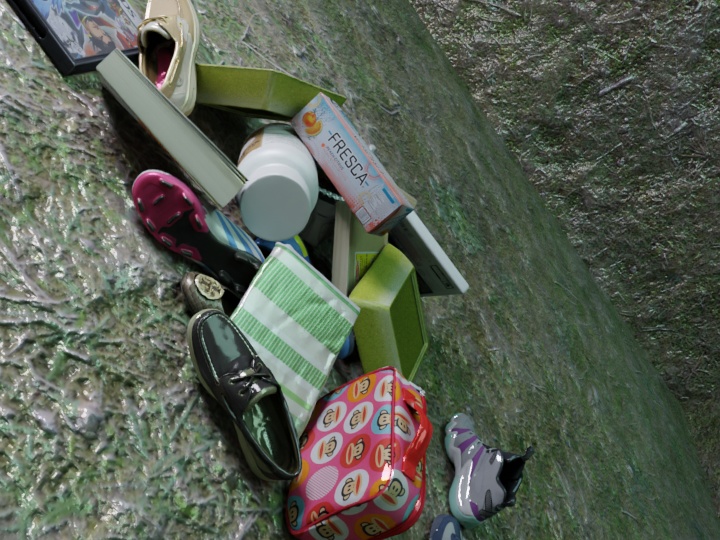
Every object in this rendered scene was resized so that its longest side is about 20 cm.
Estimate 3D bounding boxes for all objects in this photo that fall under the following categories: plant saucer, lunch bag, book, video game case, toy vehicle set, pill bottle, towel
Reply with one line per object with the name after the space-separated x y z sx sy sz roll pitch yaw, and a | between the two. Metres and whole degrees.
-0.152 -0.253 1.032 0.199 0.198 0.049 -4 105 -62 | plant saucer
0.053 0.086 1.052 0.200 0.047 0.202 -53 135 -58 | plant saucer
0.008 0.205 0.798 0.082 0.175 0.201 46 28 -24 | lunch bag
-0.229 -0.162 0.847 0.200 0.048 0.133 47 -9 -17 | book
0.074 -0.036 1.213 0.023 0.181 0.201 -46 107 -24 | video game case
0.000 0.000 1.062 0.124 0.026 0.203 -1 95 -61 | toy vehicle set
-0.113 -0.120 0.958 0.114 0.114 0.201 47 14 -23 | pill bottle
-0.361 -0.340 0.893 0.182 0.025 0.200 55 25 -9 | video game case
-0.089 0.083 0.837 0.152 0.023 0.201 43 56 -25 | towel

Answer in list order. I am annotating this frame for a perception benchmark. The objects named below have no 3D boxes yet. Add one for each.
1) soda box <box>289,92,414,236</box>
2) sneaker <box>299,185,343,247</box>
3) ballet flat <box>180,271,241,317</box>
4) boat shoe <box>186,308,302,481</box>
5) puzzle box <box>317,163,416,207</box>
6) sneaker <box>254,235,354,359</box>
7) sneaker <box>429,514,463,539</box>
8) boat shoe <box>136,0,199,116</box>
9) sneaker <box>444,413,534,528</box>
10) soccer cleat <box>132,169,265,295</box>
-0.012 -0.145 0.980 0.201 0.063 0.068 56 15 12 | soda box
-0.066 -0.089 1.120 0.074 0.082 0.200 24 11 -2 | sneaker
-0.131 0.066 0.845 0.200 0.046 0.068 46 29 -26 | ballet flat
-0.113 0.130 0.746 0.071 0.066 0.203 -28 97 -37 | boat shoe
-0.018 -0.149 1.181 0.199 0.132 0.026 31 72 -32 | puzzle box
-0.083 0.039 0.955 0.078 0.066 0.202 -28 87 -53 | sneaker
0.139 0.407 0.928 0.070 0.082 0.201 42 30 -30 | sneaker
-0.257 -0.299 0.929 0.069 0.073 0.203 33 45 -65 | boat shoe
0.208 0.293 1.110 0.078 0.139 0.201 41 31 -31 | sneaker
-0.192 -0.048 0.853 0.200 0.070 0.087 45 8 -26 | soccer cleat
